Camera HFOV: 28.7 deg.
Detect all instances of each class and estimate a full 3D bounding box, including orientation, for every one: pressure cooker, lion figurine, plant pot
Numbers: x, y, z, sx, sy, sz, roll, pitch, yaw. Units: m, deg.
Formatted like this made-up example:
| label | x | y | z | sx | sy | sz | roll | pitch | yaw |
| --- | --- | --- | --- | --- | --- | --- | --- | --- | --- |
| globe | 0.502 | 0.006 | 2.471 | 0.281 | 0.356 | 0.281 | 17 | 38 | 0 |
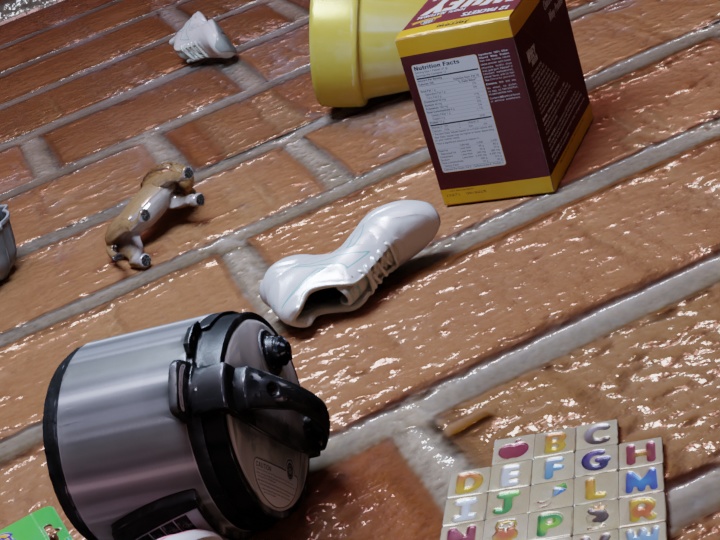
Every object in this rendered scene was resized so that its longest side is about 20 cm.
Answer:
| label | x | y | z | sx | sy | sz | roll | pitch | yaw |
| --- | --- | --- | --- | --- | --- | --- | --- | --- | --- |
| pressure cooker | -0.126 | 0.122 | 1.102 | 0.198 | 0.180 | 0.176 | -13 | 19 | 18 |
| lion figurine | -0.266 | -0.070 | 1.740 | 0.122 | 0.073 | 0.200 | -2 | 33 | 48 |
| plant pot | 0.037 | -0.323 | 1.910 | 0.187 | 0.203 | 0.201 | 1 | 28 | 8 |

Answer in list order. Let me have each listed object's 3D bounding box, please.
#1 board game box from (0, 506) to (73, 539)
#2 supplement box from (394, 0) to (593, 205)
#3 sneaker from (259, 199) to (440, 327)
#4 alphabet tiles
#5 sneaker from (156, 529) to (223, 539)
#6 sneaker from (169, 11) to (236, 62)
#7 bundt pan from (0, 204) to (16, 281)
| label | x | y | z | sx | sy | sz | roll | pitch | yaw |
| --- | --- | --- | --- | --- | --- | --- | --- | --- | --- |
| board game box | -0.325 | 0.264 | 1.141 | 0.199 | 0.030 | 0.095 | -30 | 27 | -16 |
| supplement box | 0.155 | -0.213 | 1.564 | 0.132 | 0.201 | 0.198 | -6 | 28 | 27 |
| sneaker | 0.000 | 0.000 | 1.414 | 0.199 | 0.071 | 0.080 | -30 | 35 | -8 |
| alphabet tiles | 0.138 | 0.173 | 1.013 | 0.165 | 0.006 | 0.200 | -12 | 25 | 16 |
| sneaker | -0.196 | 0.242 | 1.031 | 0.200 | 0.076 | 0.104 | -35 | 34 | -22 |
| sneaker | -0.268 | -0.382 | 2.386 | 0.080 | 0.071 | 0.200 | -39 | 24 | -6 |
| bundt pan | -0.526 | -0.007 | 1.789 | 0.200 | 0.076 | 0.202 | -15 | 24 | 7 |
